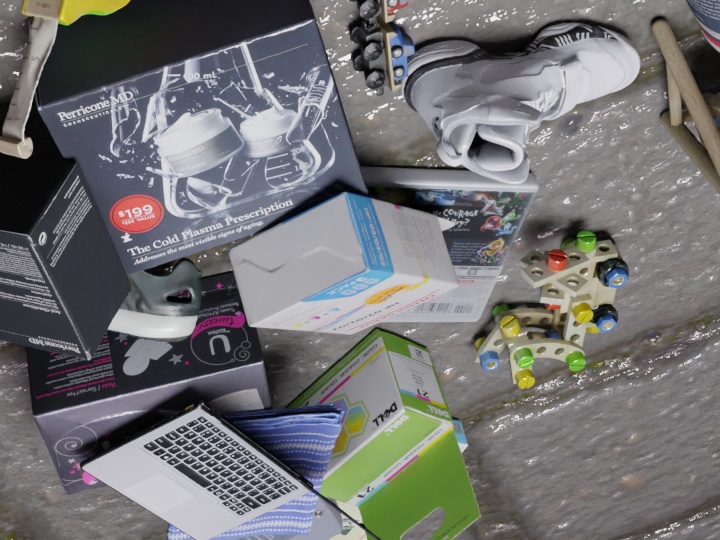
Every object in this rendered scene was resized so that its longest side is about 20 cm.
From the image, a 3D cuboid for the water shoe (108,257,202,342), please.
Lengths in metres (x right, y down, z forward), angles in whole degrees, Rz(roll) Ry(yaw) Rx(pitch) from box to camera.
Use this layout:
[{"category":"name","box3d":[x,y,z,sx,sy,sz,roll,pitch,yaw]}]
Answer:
[{"category":"water shoe","box3d":[-0.232,0.005,1.126,0.199,0.071,0.079,12,91,-10]}]

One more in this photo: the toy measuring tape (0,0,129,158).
[{"category":"toy measuring tape","box3d":[-0.187,-0.168,0.892,0.073,0.074,0.200,14,92,-31]}]

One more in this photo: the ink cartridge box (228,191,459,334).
[{"category":"ink cartridge box","box3d":[0.000,0.000,1.089,0.115,0.068,0.200,-25,164,25]}]

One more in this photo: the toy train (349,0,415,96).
[{"category":"toy train","box3d":[0.014,-0.211,0.990,0.046,0.034,0.200,-22,140,-14]}]

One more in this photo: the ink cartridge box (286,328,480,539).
[{"category":"ink cartridge box","box3d":[0.019,0.182,1.295,0.076,0.200,0.148,25,124,-38]}]

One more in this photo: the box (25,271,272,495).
[{"category":"box","box3d":[-0.185,0.103,1.202,0.199,0.115,0.132,-12,139,-6]}]

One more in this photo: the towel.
[{"category":"towel","box3d":[-0.098,0.193,1.234,0.144,0.024,0.200,-3,138,-18]}]

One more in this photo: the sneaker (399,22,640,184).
[{"category":"sneaker","box3d":[0.138,-0.129,1.058,0.199,0.115,0.075,-7,139,-12]}]

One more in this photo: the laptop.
[{"category":"laptop","box3d":[-0.099,0.205,1.144,0.200,0.116,0.187,-27,139,15]}]

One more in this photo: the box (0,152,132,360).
[{"category":"box","box3d":[-0.287,-0.021,0.989,0.200,0.079,0.141,11,141,19]}]

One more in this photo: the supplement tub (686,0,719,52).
[{"category":"supplement tub","box3d":[0.279,-0.252,0.952,0.140,0.141,0.200,-31,138,15]}]

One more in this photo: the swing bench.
[{"category":"swing bench","box3d":[0.364,-0.129,1.072,0.198,0.200,0.130,-20,139,3]}]

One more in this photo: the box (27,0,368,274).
[{"category":"box","box3d":[-0.116,-0.117,0.992,0.200,0.104,0.182,-18,138,1]}]

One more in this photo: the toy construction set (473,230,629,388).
[{"category":"toy construction set","box3d":[0.184,0.029,1.277,0.131,0.092,0.200,-8,149,-11]}]

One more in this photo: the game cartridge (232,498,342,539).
[{"category":"game cartridge","box3d":[-0.117,0.236,1.408,0.133,0.041,0.200,-32,125,24]}]

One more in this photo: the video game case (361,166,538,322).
[{"category":"video game case","box3d":[0.041,-0.020,1.217,0.199,0.023,0.182,1,136,-19]}]

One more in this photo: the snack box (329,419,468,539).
[{"category":"snack box","box3d":[0.016,0.228,1.469,0.116,0.037,0.200,14,130,-29]}]
